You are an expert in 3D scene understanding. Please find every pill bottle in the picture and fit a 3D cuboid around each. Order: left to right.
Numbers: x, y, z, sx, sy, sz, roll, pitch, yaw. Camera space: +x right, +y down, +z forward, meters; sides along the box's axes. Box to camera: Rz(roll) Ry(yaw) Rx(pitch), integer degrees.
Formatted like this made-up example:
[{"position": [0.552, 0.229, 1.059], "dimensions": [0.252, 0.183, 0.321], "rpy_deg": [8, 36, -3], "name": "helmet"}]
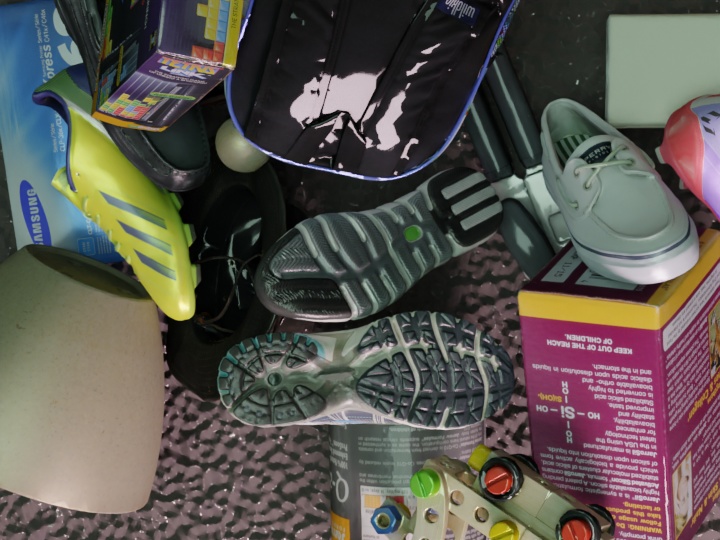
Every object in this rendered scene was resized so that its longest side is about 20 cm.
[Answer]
[{"position": [0.035, 0.157, 1.454], "dimensions": [0.115, 0.116, 0.202], "rpy_deg": [0, 96, 12], "name": "pill bottle"}]

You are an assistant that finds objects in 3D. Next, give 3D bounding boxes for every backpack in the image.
[{"position": [0.003, -0.171, 1.314], "dimensions": [0.182, 0.147, 0.201], "rpy_deg": [15, 114, -13], "name": "backpack"}]

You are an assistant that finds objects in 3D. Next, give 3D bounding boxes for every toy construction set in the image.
[{"position": [0.097, 0.193, 1.340], "dimensions": [0.199, 0.092, 0.132], "rpy_deg": [30, 102, 6], "name": "toy construction set"}]

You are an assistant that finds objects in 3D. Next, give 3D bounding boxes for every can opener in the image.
[{"position": [0.107, -0.083, 1.435], "dimensions": [0.053, 0.067, 0.201], "rpy_deg": [-22, 98, 13], "name": "can opener"}]

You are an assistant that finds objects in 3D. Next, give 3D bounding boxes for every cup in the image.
[{"position": [-0.221, 0.066, 1.456], "dimensions": [0.199, 0.200, 0.144], "rpy_deg": [23, 99, 8], "name": "cup"}]

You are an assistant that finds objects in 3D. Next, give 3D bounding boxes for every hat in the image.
[{"position": [-0.073, -0.002, 1.467], "dimensions": [0.080, 0.200, 0.202], "rpy_deg": [8, 101, -30], "name": "hat"}]

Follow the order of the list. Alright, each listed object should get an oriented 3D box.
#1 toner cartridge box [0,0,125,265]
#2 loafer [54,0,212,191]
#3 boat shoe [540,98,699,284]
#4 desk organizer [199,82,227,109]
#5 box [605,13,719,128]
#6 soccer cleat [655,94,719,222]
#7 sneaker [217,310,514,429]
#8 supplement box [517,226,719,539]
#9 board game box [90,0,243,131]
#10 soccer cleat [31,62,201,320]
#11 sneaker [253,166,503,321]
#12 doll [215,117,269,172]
[{"position": [-0.219, -0.103, 1.513], "dimensions": [0.094, 0.043, 0.202], "rpy_deg": [-7, 95, 13], "name": "toner cartridge box"}, {"position": [-0.157, -0.150, 1.407], "dimensions": [0.070, 0.068, 0.202], "rpy_deg": [-43, 69, 52], "name": "loafer"}, {"position": [0.159, -0.056, 1.340], "dimensions": [0.073, 0.200, 0.067], "rpy_deg": [-26, 118, -8], "name": "boat shoe"}, {"position": [-0.112, -0.222, 1.459], "dimensions": [0.071, 0.077, 0.201], "rpy_deg": [-16, 93, 13], "name": "desk organizer"}, {"position": [0.270, -0.138, 1.394], "dimensions": [0.198, 0.068, 0.083], "rpy_deg": [2, 97, 12], "name": "box"}, {"position": [0.281, -0.041, 1.368], "dimensions": [0.076, 0.067, 0.200], "rpy_deg": [-18, 124, 47], "name": "soccer cleat"}, {"position": [0.003, 0.068, 1.359], "dimensions": [0.198, 0.086, 0.078], "rpy_deg": [1, 85, -4], "name": "sneaker"}, {"position": [0.183, 0.082, 1.373], "dimensions": [0.102, 0.131, 0.202], "rpy_deg": [6, 115, 27], "name": "supplement box"}, {"position": [-0.119, -0.208, 1.308], "dimensions": [0.056, 0.165, 0.202], "rpy_deg": [10, 76, -19], "name": "board game box"}, {"position": [-0.175, -0.052, 1.445], "dimensions": [0.083, 0.065, 0.201], "rpy_deg": [-20, 83, -18], "name": "soccer cleat"}, {"position": [0.000, 0.000, 1.401], "dimensions": [0.199, 0.115, 0.075], "rpy_deg": [-21, 81, -30], "name": "sneaker"}, {"position": [-0.033, -0.141, 1.415], "dimensions": [0.136, 0.049, 0.200], "rpy_deg": [39, 66, 4], "name": "doll"}]
